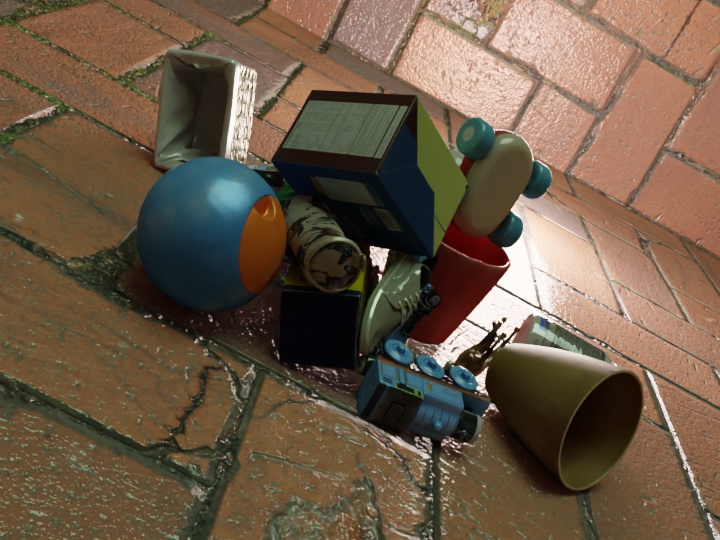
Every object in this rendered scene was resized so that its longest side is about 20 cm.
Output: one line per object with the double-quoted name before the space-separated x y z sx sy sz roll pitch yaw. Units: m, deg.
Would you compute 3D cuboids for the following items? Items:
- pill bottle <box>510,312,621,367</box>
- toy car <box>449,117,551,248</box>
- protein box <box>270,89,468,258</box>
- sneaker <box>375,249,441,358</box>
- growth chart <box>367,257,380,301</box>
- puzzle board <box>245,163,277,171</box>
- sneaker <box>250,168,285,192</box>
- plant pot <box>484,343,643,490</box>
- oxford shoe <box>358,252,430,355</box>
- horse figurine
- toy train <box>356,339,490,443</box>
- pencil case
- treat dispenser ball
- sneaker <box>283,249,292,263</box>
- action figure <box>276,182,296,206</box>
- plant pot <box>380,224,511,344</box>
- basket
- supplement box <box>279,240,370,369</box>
"pill bottle" 0.353 0.167 1.566 0.198 0.115 0.114 30 21 1
"toy car" 0.175 -0.163 1.530 0.183 0.179 0.200 26 6 -37
"protein box" 0.016 -0.142 1.340 0.198 0.136 0.199 12 -26 38
"sneaker" 0.071 0.051 1.380 0.088 0.203 0.079 6 -20 20
"growth chart" 0.000 0.000 1.467 0.017 0.147 0.201 -4 29 -13
"puzzle board" -0.161 -0.167 1.631 0.196 0.018 0.151 -7 25 3
"sneaker" -0.184 -0.096 1.426 0.075 0.118 0.199 1 1 -41
"plant pot" 0.284 0.193 1.375 0.184 0.189 0.199 8 16 -43
"oxford shoe" 0.049 0.045 1.284 0.057 0.076 0.201 19 40 14
"horse figurine" 0.187 0.130 1.458 0.050 0.133 0.200 46 14 10
"toy train" 0.085 0.174 1.261 0.197 0.087 0.115 23 30 -16
"pencil case" -0.054 -0.040 1.244 0.088 0.079 0.200 -15 26 -11
"treat dispenser ball" -0.196 -0.047 1.220 0.198 0.203 0.202 25 22 -11
"sneaker" -0.104 -0.037 1.493 0.197 0.081 0.084 8 46 -34
"action figure" -0.120 -0.122 1.519 0.055 0.198 0.119 47 32 -35
"plant pot" 0.123 0.011 1.529 0.198 0.179 0.201 25 21 -10
"basket" -0.265 -0.270 1.601 0.133 0.204 0.123 12 10 13
"supplement box" -0.047 0.040 1.300 0.107 0.111 0.201 5 23 2
